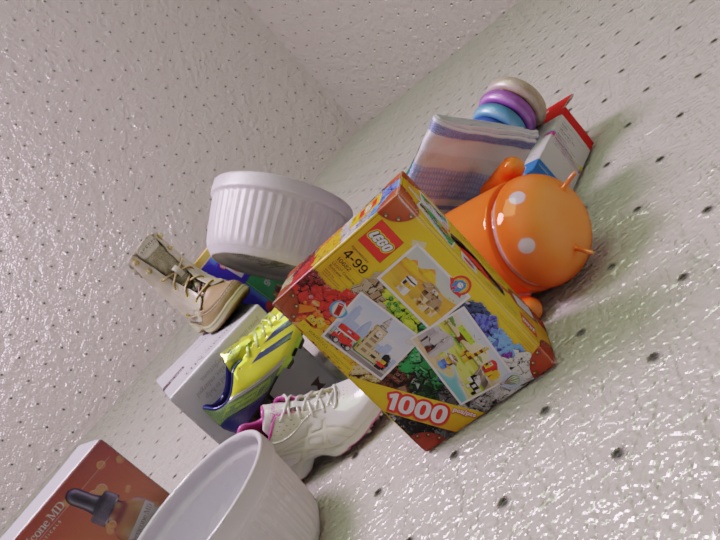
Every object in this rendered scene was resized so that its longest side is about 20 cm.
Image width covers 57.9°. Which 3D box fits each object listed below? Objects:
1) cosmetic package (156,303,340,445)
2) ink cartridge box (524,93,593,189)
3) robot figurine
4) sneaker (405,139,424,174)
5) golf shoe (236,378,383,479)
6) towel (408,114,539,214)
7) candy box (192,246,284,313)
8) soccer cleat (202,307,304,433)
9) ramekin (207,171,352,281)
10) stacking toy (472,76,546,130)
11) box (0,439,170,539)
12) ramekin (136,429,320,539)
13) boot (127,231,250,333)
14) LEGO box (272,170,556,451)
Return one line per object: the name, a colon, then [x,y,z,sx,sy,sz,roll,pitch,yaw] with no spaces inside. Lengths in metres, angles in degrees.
cosmetic package: [-0.163,0.159,0.917,0.165,0.165,0.200,-49,14,-17]
ink cartridge box: [0.226,-0.133,0.850,0.116,0.067,0.200,-27,23,51]
robot figurine: [0.147,-0.029,0.664,0.200,0.117,0.144,-25,24,54]
sneaker: [0.074,-0.085,0.886,0.200,0.071,0.080,-61,-6,-17]
golf shoe: [-0.057,0.167,0.726,0.200,0.092,0.075,-40,26,18]
towel: [0.108,-0.075,0.732,0.024,0.147,0.200,54,133,45]
candy box: [-0.143,-0.004,1.041,0.169,0.200,0.077,-56,9,-23]
soccer cleat: [-0.122,0.099,0.789,0.200,0.084,0.065,-64,7,-8]
ramekin: [-0.118,-0.051,0.908,0.200,0.200,0.105,-14,62,65]
stacking toy: [0.150,-0.144,0.818,0.200,0.085,0.085,-55,16,-14]
box: [-0.277,0.312,0.725,0.106,0.200,0.152,-27,23,52]
ramekin: [-0.131,0.268,0.634,0.200,0.105,0.200,-41,13,12]
boot: [-0.243,0.012,0.904,0.072,0.155,0.200,-50,14,-26]
LEGO box: [0.048,0.039,0.580,0.149,0.200,0.077,-40,13,20]
